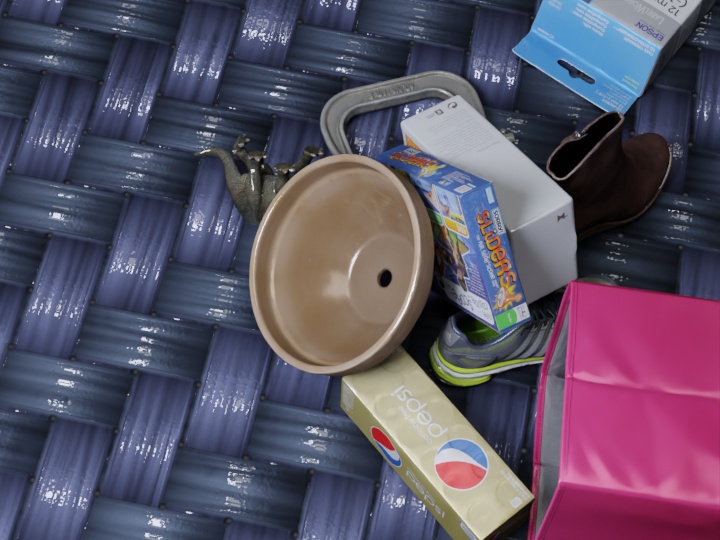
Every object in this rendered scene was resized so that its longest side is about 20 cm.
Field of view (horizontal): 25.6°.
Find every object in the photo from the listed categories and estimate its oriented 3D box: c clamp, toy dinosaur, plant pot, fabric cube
[{"bbox_3d":[0.062,-0.134,1.633,0.198,0.027,0.172,-9,63,-8],"label":"c clamp"},{"bbox_3d":[-0.086,-0.073,1.561,0.198,0.103,0.077,10,32,19],"label":"toy dinosaur"},{"bbox_3d":[0.000,0.000,1.470,0.200,0.092,0.203,-9,75,37],"label":"plant pot"},{"bbox_3d":[0.261,0.146,1.394,0.198,0.197,0.201,7,61,2],"label":"fabric cube"}]

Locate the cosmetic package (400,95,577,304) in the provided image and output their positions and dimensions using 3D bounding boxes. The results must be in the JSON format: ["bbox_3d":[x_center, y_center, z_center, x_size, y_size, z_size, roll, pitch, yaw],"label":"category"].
[{"bbox_3d":[0.120,-0.068,1.501,0.071,0.102,0.200,-26,44,-16],"label":"cosmetic package"}]

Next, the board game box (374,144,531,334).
[{"bbox_3d":[0.082,-0.033,1.461,0.034,0.136,0.200,-23,22,-15],"label":"board game box"}]

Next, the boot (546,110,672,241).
[{"bbox_3d":[0.245,-0.102,1.543,0.200,0.167,0.072,-38,69,-20],"label":"boot"}]

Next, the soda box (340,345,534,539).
[{"bbox_3d":[0.067,0.163,1.452,0.068,0.064,0.200,-34,69,-19],"label":"soda box"}]

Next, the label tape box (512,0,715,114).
[{"bbox_3d":[0.277,-0.278,1.698,0.143,0.066,0.200,34,64,15],"label":"label tape box"}]

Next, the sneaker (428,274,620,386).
[{"bbox_3d":[0.162,0.049,1.507,0.199,0.081,0.074,-21,65,-13],"label":"sneaker"}]
